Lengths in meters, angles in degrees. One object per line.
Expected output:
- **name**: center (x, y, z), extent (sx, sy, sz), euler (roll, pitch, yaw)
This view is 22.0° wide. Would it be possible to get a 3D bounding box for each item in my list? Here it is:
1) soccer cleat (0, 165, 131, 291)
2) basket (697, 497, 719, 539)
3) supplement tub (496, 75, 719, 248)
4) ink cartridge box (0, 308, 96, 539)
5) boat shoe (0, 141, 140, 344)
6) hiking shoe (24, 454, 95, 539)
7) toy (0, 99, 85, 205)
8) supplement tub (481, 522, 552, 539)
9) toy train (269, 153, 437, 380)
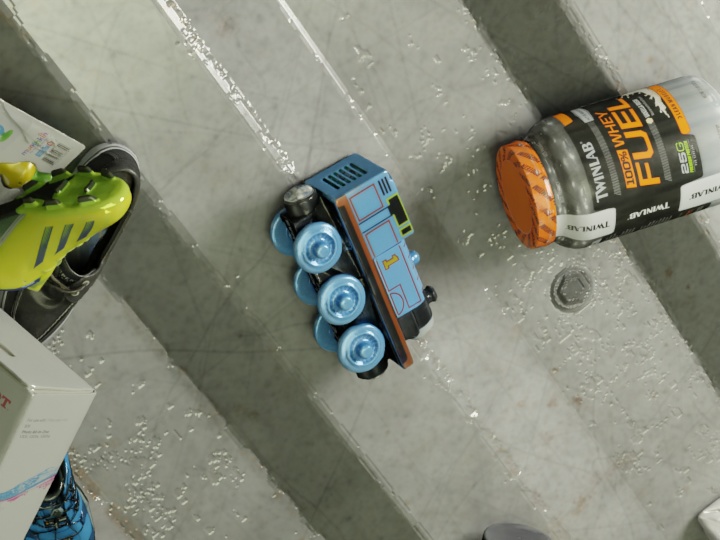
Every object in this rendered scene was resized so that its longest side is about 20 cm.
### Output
- **soccer cleat**: center (-0.263, -0.027, 1.517), extent (0.199, 0.065, 0.084), euler (-16, 116, 24)
- **basket**: center (0.469, 0.265, 1.880), extent (0.199, 0.136, 0.124), euler (-34, 121, -4)
- **supplement tub**: center (0.230, -0.093, 1.667), extent (0.199, 0.123, 0.123), euler (-18, 115, -12)
- **ink cartridge box**: center (-0.326, 0.143, 1.517), extent (0.087, 0.145, 0.201), euler (3, 118, -57)
- **boat shoe**: center (-0.244, -0.013, 1.566), extent (0.070, 0.066, 0.201), euler (32, 97, -26)
- **hiking shoe**: center (-0.281, 0.196, 1.619), extent (0.074, 0.087, 0.201), euler (-23, 115, -9)
- **toy**: center (-0.335, -0.121, 1.497), extent (0.115, 0.047, 0.199), euler (-38, 130, 25)
- **supplement tub**: center (0.139, 0.352, 1.813), extent (0.106, 0.107, 0.202), euler (2, 108, -19)
- **toy train**: center (0.000, 0.000, 1.646), extent (0.114, 0.087, 0.201), euler (-30, 116, -13)
